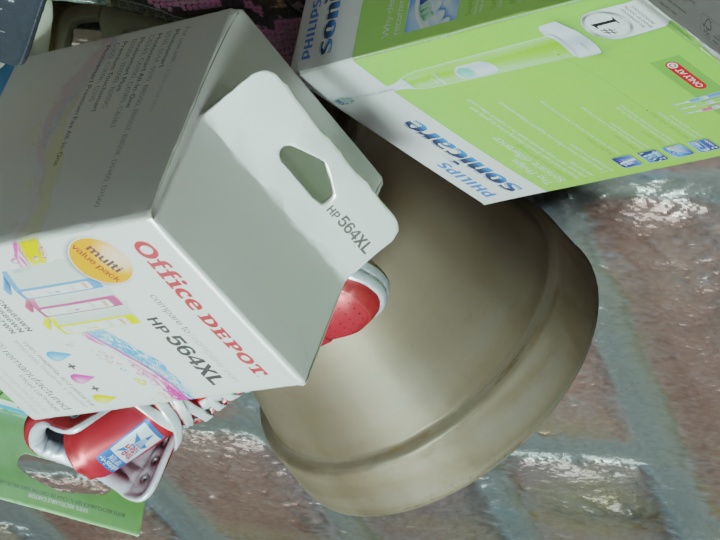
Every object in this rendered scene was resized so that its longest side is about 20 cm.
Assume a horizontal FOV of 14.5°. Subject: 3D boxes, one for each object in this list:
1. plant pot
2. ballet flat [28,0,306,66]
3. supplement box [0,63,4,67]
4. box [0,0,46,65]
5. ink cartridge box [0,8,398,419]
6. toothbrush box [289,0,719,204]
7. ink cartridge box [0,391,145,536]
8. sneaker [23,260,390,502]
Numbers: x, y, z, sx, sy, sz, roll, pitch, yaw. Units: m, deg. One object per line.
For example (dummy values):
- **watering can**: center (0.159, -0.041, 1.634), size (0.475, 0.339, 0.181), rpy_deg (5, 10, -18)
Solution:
- **plant pot**: center (0.000, 0.000, 1.507), size (0.200, 0.200, 0.174), rpy_deg (-9, 134, 38)
- **ballet flat**: center (-0.122, -0.123, 1.374), size (0.200, 0.071, 0.069), rpy_deg (8, 174, 5)
- **supplement box**: center (-0.274, -0.127, 1.368), size (0.200, 0.074, 0.126), rpy_deg (-9, 119, 40)
- **box**: center (-0.155, -0.195, 1.119), size (0.107, 0.149, 0.200), rpy_deg (14, 157, -10)
- **ink cartridge box**: center (-0.097, -0.024, 1.315), size (0.200, 0.125, 0.129), rpy_deg (-9, 137, 38)
- **toothbrush box**: center (0.092, -0.110, 1.298), size (0.200, 0.086, 0.146), rpy_deg (-13, 148, 42)
- **ink cartridge box**: center (-0.146, 0.038, 1.605), size (0.104, 0.200, 0.059), rpy_deg (17, 157, -19)
- **sneaker**: center (-0.080, 0.050, 1.393), size (0.200, 0.113, 0.071), rpy_deg (-11, 137, 34)
